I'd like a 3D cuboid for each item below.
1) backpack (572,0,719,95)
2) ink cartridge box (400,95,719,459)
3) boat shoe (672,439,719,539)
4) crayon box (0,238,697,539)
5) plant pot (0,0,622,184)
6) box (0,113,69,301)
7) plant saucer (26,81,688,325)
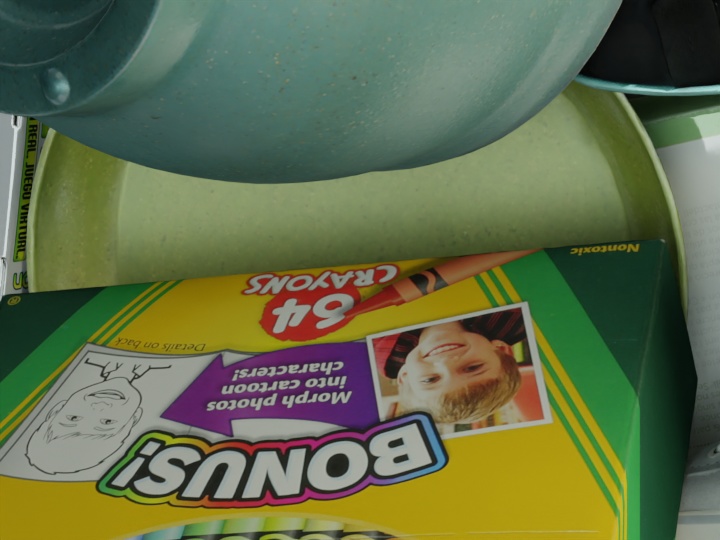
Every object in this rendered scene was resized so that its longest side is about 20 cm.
[{"bbox_3d":[0.104,-0.147,0.795,0.176,0.153,0.200,-12,88,17],"label":"backpack"},{"bbox_3d":[0.108,0.046,0.895,0.146,0.048,0.200,-13,102,18],"label":"ink cartridge box"},{"bbox_3d":[0.124,0.067,0.813,0.200,0.069,0.072,-20,127,38],"label":"boat shoe"},{"bbox_3d":[-0.020,0.071,0.786,0.200,0.173,0.058,-5,126,17],"label":"crayon box"},{"bbox_3d":[-0.046,-0.108,0.737,0.200,0.134,0.200,15,114,36],"label":"plant pot"},{"bbox_3d":[-0.184,-0.042,0.934,0.200,0.035,0.110,12,101,25],"label":"box"},{"bbox_3d":[0.000,0.000,0.874,0.200,0.031,0.200,4,104,16],"label":"plant saucer"}]
